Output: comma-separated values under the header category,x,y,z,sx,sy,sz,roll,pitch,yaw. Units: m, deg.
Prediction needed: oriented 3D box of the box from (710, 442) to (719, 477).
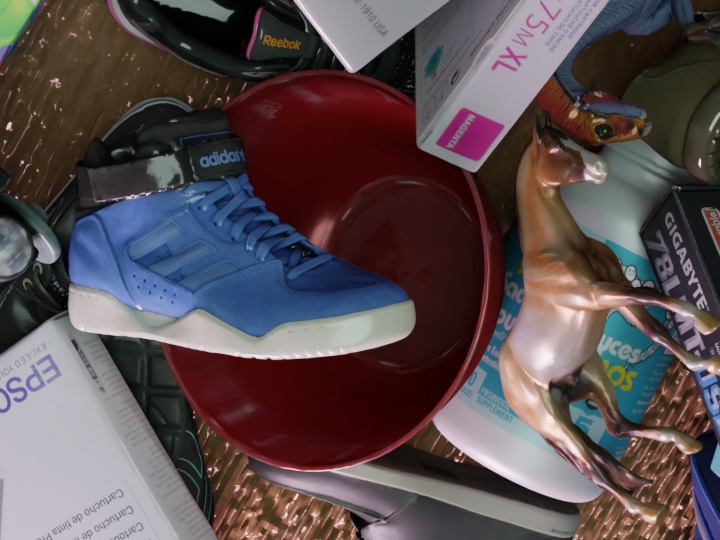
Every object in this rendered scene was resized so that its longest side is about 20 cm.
category,x,y,z,sx,sy,sz,roll,pitch,yaw
box,0.287,0.078,0.969,0.199,0.082,0.050,-19,133,-31

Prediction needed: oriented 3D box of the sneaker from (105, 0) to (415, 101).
category,x,y,z,sx,sy,sz,roll,pitch,yaw
sneaker,-0.039,-0.120,0.963,0.198,0.086,0.081,9,103,-8

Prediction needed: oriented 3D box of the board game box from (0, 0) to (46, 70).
category,x,y,z,sx,sy,sz,roll,pitch,yaw
board game box,-0.194,-0.181,0.925,0.104,0.103,0.201,32,98,-12

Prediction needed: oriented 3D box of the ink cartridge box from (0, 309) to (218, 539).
category,x,y,z,sx,sy,sz,roll,pitch,yaw
ink cartridge box,-0.176,0.154,0.978,0.199,0.041,0.201,-33,89,23

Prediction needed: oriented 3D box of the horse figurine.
category,x,y,z,sx,sy,sz,roll,pitch,yaw
horse figurine,0.112,0.039,0.888,0.050,0.132,0.201,-35,146,-33

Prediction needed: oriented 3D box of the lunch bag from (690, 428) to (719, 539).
category,x,y,z,sx,sy,sz,roll,pitch,yaw
lunch bag,0.259,0.161,1.005,0.134,0.201,0.133,-8,122,-6

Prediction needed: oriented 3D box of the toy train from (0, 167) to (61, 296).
category,x,y,z,sx,sy,sz,roll,pitch,yaw
toy train,-0.226,-0.024,0.916,0.114,0.199,0.085,49,67,-18

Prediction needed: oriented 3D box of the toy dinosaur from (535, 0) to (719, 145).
category,x,y,z,sx,sy,sz,roll,pitch,yaw
toy dinosaur,0.148,-0.141,0.909,0.181,0.200,0.105,-42,103,-2

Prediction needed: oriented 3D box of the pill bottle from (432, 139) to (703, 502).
category,x,y,z,sx,sy,sz,roll,pitch,yaw
pill bottle,0.125,0.016,0.998,0.110,0.111,0.201,24,99,-10

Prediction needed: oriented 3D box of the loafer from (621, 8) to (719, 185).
category,x,y,z,sx,sy,sz,roll,pitch,yaw
loafer,0.201,-0.111,0.957,0.067,0.200,0.077,27,124,23

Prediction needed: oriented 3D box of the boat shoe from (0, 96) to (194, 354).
category,x,y,z,sx,sy,sz,roll,pitch,yaw
boat shoe,-0.150,-0.005,0.988,0.070,0.066,0.200,39,96,-12

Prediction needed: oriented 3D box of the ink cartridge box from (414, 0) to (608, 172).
category,x,y,z,sx,sy,sz,roll,pitch,yaw
ink cartridge box,0.070,-0.155,0.897,0.042,0.201,0.120,22,128,-21

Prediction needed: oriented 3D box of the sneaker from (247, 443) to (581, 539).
category,x,y,z,sx,sy,sz,roll,pitch,yaw
sneaker,0.020,0.158,1.037,0.198,0.075,0.107,18,98,-10

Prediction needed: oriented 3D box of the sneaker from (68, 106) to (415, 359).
category,x,y,z,sx,sy,sz,roll,pitch,yaw
sneaker,-0.063,-0.022,0.889,0.198,0.076,0.113,6,101,36

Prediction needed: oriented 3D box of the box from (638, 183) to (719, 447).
category,x,y,z,sx,sy,sz,roll,pitch,yaw
box,0.259,0.047,0.904,0.197,0.202,0.050,-1,146,-23

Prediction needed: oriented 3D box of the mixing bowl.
category,x,y,z,sx,sy,sz,roll,pitch,yaw
mixing bowl,0.000,0.000,0.958,0.198,0.108,0.203,0,89,29

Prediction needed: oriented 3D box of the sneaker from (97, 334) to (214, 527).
category,x,y,z,sx,sy,sz,roll,pitch,yaw
sneaker,-0.121,0.115,1.014,0.075,0.079,0.202,6,104,16

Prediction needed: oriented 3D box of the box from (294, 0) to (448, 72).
category,x,y,z,sx,sy,sz,roll,pitch,yaw
box,-0.029,-0.222,0.863,0.105,0.200,0.184,-35,117,10
